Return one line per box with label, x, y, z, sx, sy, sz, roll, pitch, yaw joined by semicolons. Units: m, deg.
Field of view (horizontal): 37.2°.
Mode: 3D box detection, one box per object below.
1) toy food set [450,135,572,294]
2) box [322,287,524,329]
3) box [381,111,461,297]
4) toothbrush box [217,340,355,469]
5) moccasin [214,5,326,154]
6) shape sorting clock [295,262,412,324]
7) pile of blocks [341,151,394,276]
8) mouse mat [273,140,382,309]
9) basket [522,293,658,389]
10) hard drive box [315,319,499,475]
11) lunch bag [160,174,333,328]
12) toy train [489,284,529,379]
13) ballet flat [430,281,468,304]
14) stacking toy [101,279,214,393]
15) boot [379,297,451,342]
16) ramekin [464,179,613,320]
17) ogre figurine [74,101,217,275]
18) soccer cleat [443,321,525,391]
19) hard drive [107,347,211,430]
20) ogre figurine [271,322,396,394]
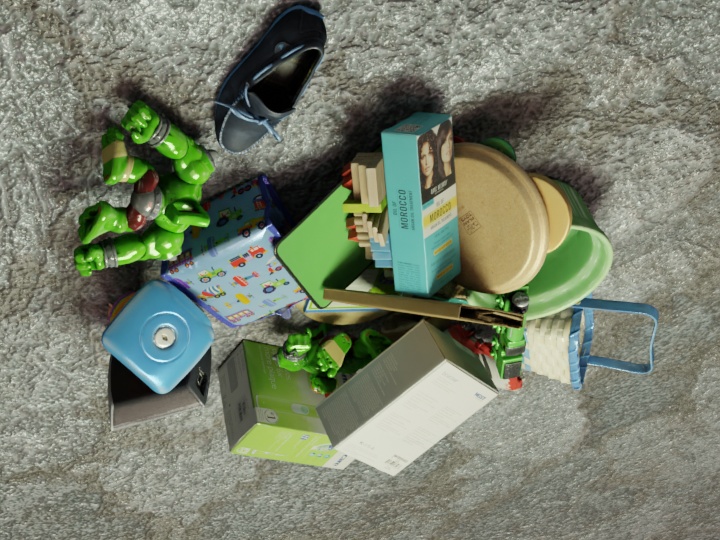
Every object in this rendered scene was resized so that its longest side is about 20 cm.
toy food set;0.143;-0.067;1.288;0.049;0.198;0.200;-33;162;-46
box;0.079;0.046;1.335;0.200;0.021;0.163;8;178;36
box;0.073;-0.077;1.250;0.049;0.082;0.200;11;119;32
toothbrush box;-0.097;0.199;1.574;0.200;0.146;0.086;17;133;-33
moccasin;-0.102;-0.190;1.133;0.080;0.068;0.200;9;138;-27
shape sorting clock;0.000;0.000;1.435;0.200;0.039;0.200;-11;141;-9
pile of blocks;0.007;-0.054;1.263;0.062;0.082;0.200;1;137;15
mouse mat;-0.008;-0.054;1.313;0.200;0.008;0.161;-45;144;-8
basket;0.328;0.089;1.556;0.200;0.139;0.176;12;148;18
hard drive box;0.066;0.179;1.472;0.200;0.077;0.156;-39;140;14
lunch bag;-0.133;0.001;1.334;0.150;0.094;0.200;-24;136;12
toy train;0.201;0.078;1.424;0.042;0.056;0.200;-10;144;-4
ballet flat;0.119;0.013;1.451;0.070;0.065;0.200;12;178;18
stacking toy;-0.276;0.067;1.343;0.110;0.200;0.116;-50;116;-14
boot;0.071;0.132;1.614;0.175;0.066;0.200;-32;142;3
ramekin;0.224;-0.030;1.421;0.200;0.098;0.200;-9;143;-7
ogre figurine;-0.236;-0.079;1.189;0.120;0.098;0.200;12;94;-36
soccer cleat;0.172;0.142;1.594;0.085;0.069;0.200;-41;137;14
hard drive;-0.262;0.116;1.380;0.135;0.200;0.042;-15;122;2
ogre figurine;-0.034;0.118;1.505;0.200;0.098;0.120;-16;177;-35
